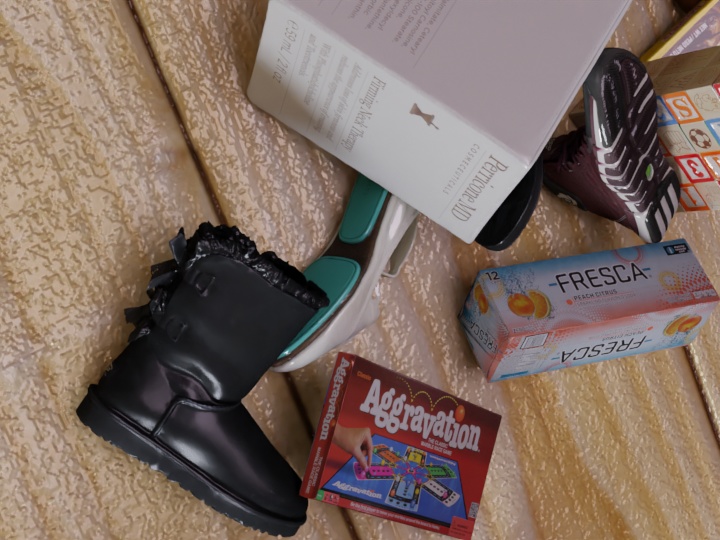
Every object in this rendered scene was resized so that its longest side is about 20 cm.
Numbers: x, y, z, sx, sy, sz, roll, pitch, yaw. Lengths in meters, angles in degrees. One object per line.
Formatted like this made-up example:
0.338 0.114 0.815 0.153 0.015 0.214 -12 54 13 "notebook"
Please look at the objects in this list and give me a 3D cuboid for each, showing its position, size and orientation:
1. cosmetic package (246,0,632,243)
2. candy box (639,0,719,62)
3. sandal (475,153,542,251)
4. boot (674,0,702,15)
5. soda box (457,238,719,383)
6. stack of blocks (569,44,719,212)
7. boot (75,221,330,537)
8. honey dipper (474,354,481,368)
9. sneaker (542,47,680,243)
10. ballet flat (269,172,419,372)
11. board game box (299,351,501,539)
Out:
0.052 -0.160 0.963 0.199 0.167 0.167 33 71 0 "cosmetic package"
0.330 -0.197 1.187 0.200 0.026 0.102 -43 104 -1 "candy box"
0.106 -0.114 1.083 0.048 0.075 0.203 22 70 -38 "sandal"
0.366 -0.252 1.241 0.188 0.068 0.201 -39 102 -10 "boot"
0.181 0.030 1.103 0.198 0.064 0.069 -8 55 -23 "soda box"
0.273 -0.110 1.101 0.059 0.199 0.115 -46 109 -22 "stack of blocks"
-0.080 0.073 0.952 0.197 0.073 0.163 34 96 -18 "boot"
0.180 0.059 1.146 0.198 0.038 0.039 -8 94 -24 "honey dipper"
0.173 -0.099 1.084 0.076 0.115 0.201 -55 142 -22 "sneaker"
0.000 0.000 1.032 0.069 0.069 0.201 37 71 -23 "ballet flat"
0.036 0.135 1.031 0.199 0.019 0.104 26 76 -49 "board game box"
